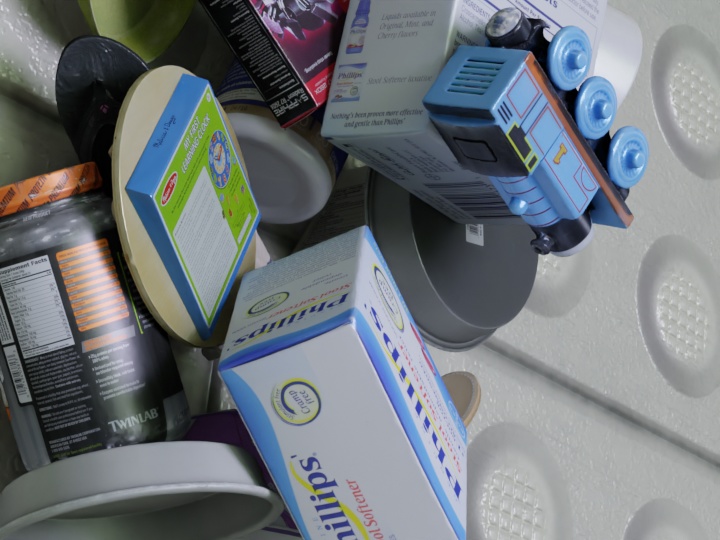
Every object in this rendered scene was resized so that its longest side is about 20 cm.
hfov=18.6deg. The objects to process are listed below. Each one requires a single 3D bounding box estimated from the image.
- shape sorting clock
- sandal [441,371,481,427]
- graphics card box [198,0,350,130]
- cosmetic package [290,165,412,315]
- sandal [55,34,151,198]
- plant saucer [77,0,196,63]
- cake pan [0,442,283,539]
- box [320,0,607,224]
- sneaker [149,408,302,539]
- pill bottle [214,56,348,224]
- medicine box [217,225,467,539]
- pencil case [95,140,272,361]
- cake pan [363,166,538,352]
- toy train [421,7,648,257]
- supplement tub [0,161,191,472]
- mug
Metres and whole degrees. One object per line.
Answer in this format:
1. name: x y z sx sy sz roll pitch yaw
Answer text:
1. shape sorting clock: -0.124 -0.045 1.549 0.200 0.039 0.200 -5 90 -69
2. sandal: 0.026 0.125 1.787 0.212 0.078 0.070 -49 122 -38
3. graphics card box: -0.064 -0.221 1.650 0.125 0.051 0.200 -40 100 -43
4. cosmetic package: 0.000 0.000 1.773 0.071 0.105 0.200 55 46 -27
5. sandal: -0.165 -0.071 1.570 0.048 0.075 0.201 -119 -164 -73
6. plant saucer: -0.167 -0.255 1.654 0.200 0.031 0.200 12 90 -70
7. cake pan: -0.153 0.158 1.478 0.200 0.200 0.037 11 61 -47
8. box: 0.082 -0.159 1.664 0.184 0.105 0.200 30 67 -47
9. sneaker: -0.058 0.161 1.617 0.200 0.073 0.114 18 64 -5
10. pill bottle: -0.048 -0.144 1.748 0.116 0.116 0.200 47 48 -30
11. medicine box: -0.007 0.093 1.517 0.200 0.103 0.182 -84 150 -71
12. pencil case: -0.132 -0.035 1.651 0.089 0.078 0.200 -37 109 -27
13. cake pan: 0.079 -0.036 1.767 0.200 0.037 0.200 15 70 -48
14. toy train: 0.130 -0.095 1.581 0.114 0.087 0.200 -54 132 -21
15. supplement tub: -0.200 0.033 1.520 0.123 0.122 0.200 -19 94 -49
16. mug: 0.139 -0.209 1.992 0.153 0.187 0.149 31 90 -30
